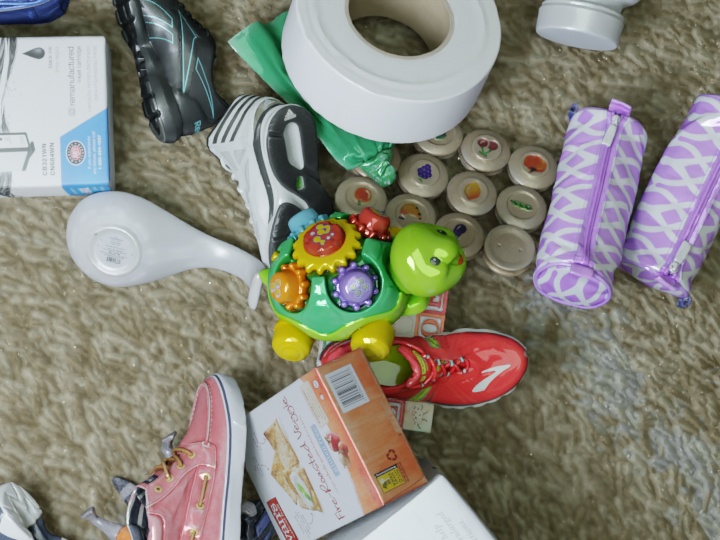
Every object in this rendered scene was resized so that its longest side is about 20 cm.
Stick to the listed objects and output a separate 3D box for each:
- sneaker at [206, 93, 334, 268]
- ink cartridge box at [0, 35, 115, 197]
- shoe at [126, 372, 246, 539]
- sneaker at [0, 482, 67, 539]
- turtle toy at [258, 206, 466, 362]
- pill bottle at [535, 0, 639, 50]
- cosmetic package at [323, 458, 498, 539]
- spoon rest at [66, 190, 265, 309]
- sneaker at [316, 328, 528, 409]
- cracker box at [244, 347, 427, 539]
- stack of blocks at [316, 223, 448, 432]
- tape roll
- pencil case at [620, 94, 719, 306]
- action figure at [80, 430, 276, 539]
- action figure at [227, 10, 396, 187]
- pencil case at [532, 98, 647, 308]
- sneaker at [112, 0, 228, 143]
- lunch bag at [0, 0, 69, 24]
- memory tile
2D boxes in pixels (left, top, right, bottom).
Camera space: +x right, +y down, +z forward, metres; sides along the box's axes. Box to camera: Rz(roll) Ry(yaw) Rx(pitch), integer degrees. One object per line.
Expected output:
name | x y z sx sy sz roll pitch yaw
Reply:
sneaker | -0.089 -0.079 1.687 0.076 0.115 0.201 -21 121 -32
ink cartridge box | -0.338 -0.145 1.663 0.200 0.084 0.146 -2 88 -4
shoe | -0.160 0.186 1.596 0.091 0.071 0.200 10 68 -25
sneaker | -0.328 0.309 1.657 0.129 0.080 0.199 -31 112 16
turtle toy | 0.000 0.000 1.574 0.200 0.101 0.146 -1 50 18
pill bottle | 0.230 -0.319 1.686 0.111 0.111 0.200 12 87 -2
cosmetic package | 0.054 0.292 1.610 0.165 0.200 0.165 -39 91 -4
spoon rest | -0.186 -0.016 1.679 0.200 0.061 0.100 17 115 3
sneaker | 0.060 0.094 1.615 0.200 0.085 0.077 -2 89 -3
cracker box | -0.035 0.167 1.587 0.058 0.200 0.134 -22 81 -33
stack of blocks | 0.022 0.050 1.687 0.115 0.059 0.200 8 87 -4
tape roll | 0.030 -0.222 1.648 0.202 0.071 0.203 7 58 -11
pencil case | 0.320 -0.071 1.687 0.084 0.085 0.200 25 86 -3
action figure | -0.144 0.249 1.674 0.194 0.105 0.200 50 57 -6
action figure | -0.027 -0.161 1.669 0.118 0.055 0.200 -28 72 -19
pencil case | 0.221 -0.063 1.659 0.084 0.086 0.200 19 64 -8
sneaker | -0.187 -0.226 1.690 0.079 0.075 0.200 -17 95 -17
lunch bag | -0.374 -0.306 1.643 0.200 0.132 0.136 -4 88 -4
memory tile | 0.084 -0.083 1.678 0.200 0.017 0.153 19 61 2
